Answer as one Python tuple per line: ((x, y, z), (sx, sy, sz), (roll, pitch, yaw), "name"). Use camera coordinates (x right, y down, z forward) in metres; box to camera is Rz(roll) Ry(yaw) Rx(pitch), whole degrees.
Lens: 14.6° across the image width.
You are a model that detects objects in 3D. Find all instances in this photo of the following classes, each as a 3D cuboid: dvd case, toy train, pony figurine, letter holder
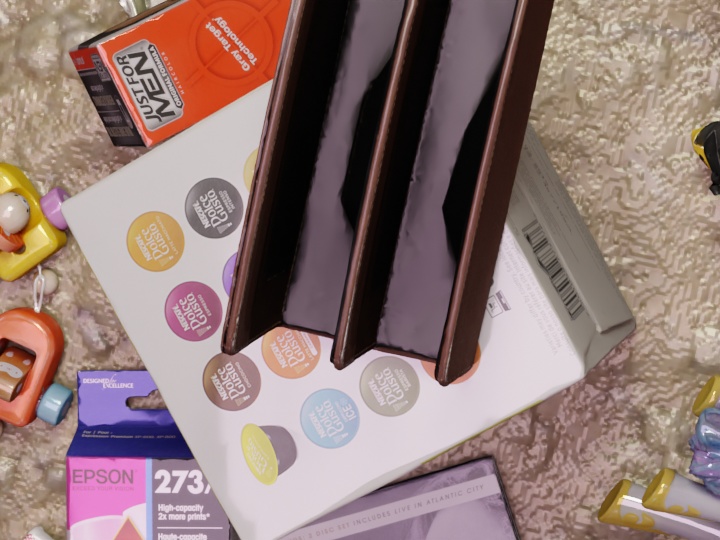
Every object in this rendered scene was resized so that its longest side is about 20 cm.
((0.034, 0.217, 1.556), (0.149, 0.016, 0.200), (-17, 93, 14), "dvd case")
((-0.240, 0.002, 1.566), (0.200, 0.056, 0.150), (29, 102, 7), "toy train")
((0.244, 0.140, 1.442), (0.200, 0.167, 0.193), (31, 132, -5), "pony figurine")
((0.014, -0.054, 1.254), (0.101, 0.142, 0.200), (13, 98, 9), "letter holder")

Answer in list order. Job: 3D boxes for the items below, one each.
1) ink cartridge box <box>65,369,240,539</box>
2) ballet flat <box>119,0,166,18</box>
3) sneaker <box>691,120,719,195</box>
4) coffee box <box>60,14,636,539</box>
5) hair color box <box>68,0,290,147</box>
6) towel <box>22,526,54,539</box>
((-0.114, 0.155, 1.559), (0.095, 0.037, 0.200), (0, 89, 8), "ink cartridge box")
((-0.102, -0.166, 1.510), (0.072, 0.072, 0.200), (-14, 94, 13), "ballet flat")
((0.213, -0.041, 1.461), (0.090, 0.070, 0.200), (11, 95, 16), "sneaker")
((0.000, 0.000, 1.440), (0.198, 0.200, 0.200), (-29, 89, 14), "coffee box")
((-0.043, -0.133, 1.443), (0.200, 0.102, 0.061), (-28, 99, -12), "hair color box")
((-0.194, 0.265, 1.605), (0.146, 0.030, 0.200), (42, 103, 3), "towel")
